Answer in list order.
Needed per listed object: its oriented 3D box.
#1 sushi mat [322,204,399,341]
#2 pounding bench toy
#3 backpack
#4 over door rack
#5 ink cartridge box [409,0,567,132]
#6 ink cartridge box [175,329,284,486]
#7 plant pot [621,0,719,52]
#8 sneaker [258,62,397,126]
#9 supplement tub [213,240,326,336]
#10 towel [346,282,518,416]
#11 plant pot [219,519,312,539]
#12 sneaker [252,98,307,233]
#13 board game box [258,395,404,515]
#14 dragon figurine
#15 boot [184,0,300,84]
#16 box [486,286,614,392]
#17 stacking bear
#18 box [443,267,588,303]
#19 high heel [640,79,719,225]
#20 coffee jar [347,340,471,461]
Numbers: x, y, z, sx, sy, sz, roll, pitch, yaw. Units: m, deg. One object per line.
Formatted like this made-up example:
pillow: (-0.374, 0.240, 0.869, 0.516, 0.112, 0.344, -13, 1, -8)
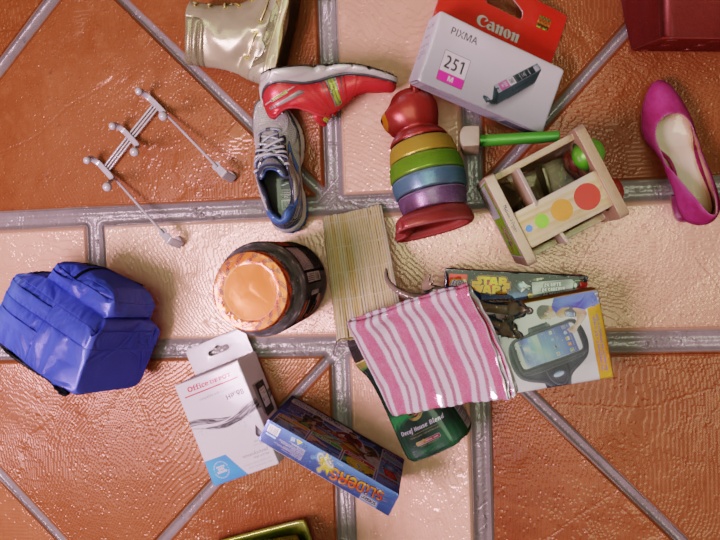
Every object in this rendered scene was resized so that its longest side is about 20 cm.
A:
sushi mat: (0.000, 0.000, 0.843, 0.094, 0.012, 0.202, -13, 62, 7)
pounding bench toy: (0.240, -0.132, 0.796, 0.155, 0.124, 0.202, -28, 89, 8)
backpack: (-0.416, 0.072, 0.878, 0.198, 0.162, 0.170, 21, 86, 19)
over door rack: (-0.307, -0.156, 0.897, 0.200, 0.067, 0.148, 43, 98, 4)
ink cartridge box: (0.184, -0.301, 0.803, 0.198, 0.044, 0.176, 17, 95, -17)
ink cartridge box: (-0.196, 0.201, 0.892, 0.115, 0.067, 0.202, -22, 90, 14)
plant pot: (0.432, -0.371, 0.738, 0.197, 0.200, 0.179, 3, 105, 7)
sneaker: (-0.044, -0.250, 0.851, 0.197, 0.077, 0.086, -6, 109, -8)
supplement tub: (-0.120, 0.022, 0.812, 0.121, 0.200, 0.125, 0, 93, 8)
towel: (0.081, 0.106, 0.734, 0.198, 0.030, 0.148, -20, 100, 39)
plant pot: (-0.145, 0.483, 0.844, 0.197, 0.181, 0.202, -18, 91, 7)
sneaker: (-0.119, -0.156, 0.862, 0.076, 0.085, 0.203, -12, 90, 8)
board game box: (-0.035, 0.254, 0.843, 0.198, 0.135, 0.035, 28, 95, 6)
dragon figurine: (0.121, 0.046, 0.779, 0.198, 0.099, 0.060, 12, 86, 40)
boot: (-0.171, -0.383, 0.866, 0.153, 0.073, 0.203, 14, 100, 4)
box: (0.230, 0.100, 0.810, 0.197, 0.041, 0.121, -12, 91, 6)
stacking bear: (0.083, -0.155, 0.828, 0.112, 0.121, 0.203, -12, 83, 2)
box: (0.216, 0.070, 0.850, 0.197, 0.040, 0.139, 4, 94, 7)
high heel: (0.425, -0.159, 0.785, 0.066, 0.096, 0.203, -8, 91, 8)
coffee jar: (0.067, 0.158, 0.847, 0.104, 0.085, 0.202, -31, 88, 23)
